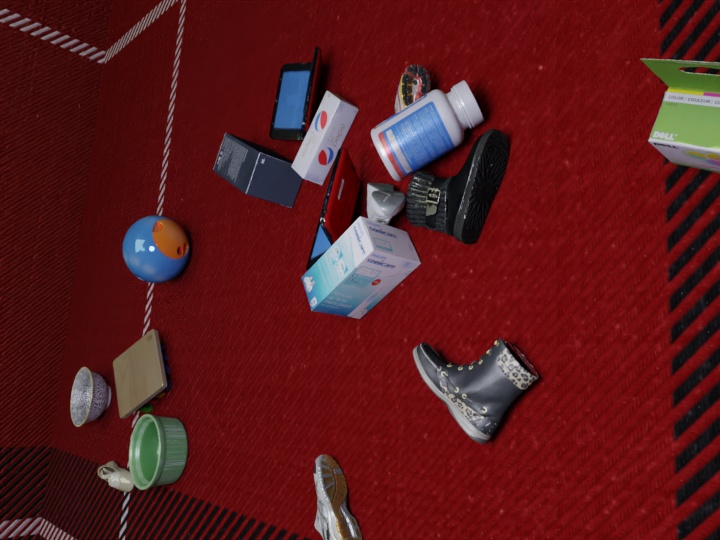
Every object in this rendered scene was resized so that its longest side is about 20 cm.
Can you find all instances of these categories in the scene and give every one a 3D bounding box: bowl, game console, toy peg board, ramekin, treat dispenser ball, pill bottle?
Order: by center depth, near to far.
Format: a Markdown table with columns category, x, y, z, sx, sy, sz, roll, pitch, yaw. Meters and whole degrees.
| category | x | y | z | sx | sy | sz | roll | pitch | yaw |
| --- | --- | --- | --- | --- | --- | --- | --- | --- | --- |
| pill bottle | 0.126 | -0.264 | 1.133 | 0.197 | 0.112 | 0.114 | -29 | 59 | 14 |
| game console | -0.075 | -0.127 | 1.292 | 0.115 | 0.174 | 0.204 | -1 | 56 | 21 |
| game console | -0.165 | -0.435 | 1.501 | 0.172 | 0.115 | 0.206 | 126 | 153 | -87 |
| ramekin | -0.578 | 0.518 | 1.740 | 0.197 | 0.096 | 0.206 | -14 | 71 | 44 |
| treat dispenser ball | -0.621 | -0.065 | 1.848 | 0.198 | 0.198 | 0.207 | -13 | 71 | 44 |
| toy peg board | -0.663 | 0.330 | 1.898 | 0.197 | 0.097 | 0.203 | -35 | 56 | 17 |
| bowl | -0.950 | 0.450 | 2.157 | 0.198 | 0.093 | 0.207 | -14 | 70 | 44 |

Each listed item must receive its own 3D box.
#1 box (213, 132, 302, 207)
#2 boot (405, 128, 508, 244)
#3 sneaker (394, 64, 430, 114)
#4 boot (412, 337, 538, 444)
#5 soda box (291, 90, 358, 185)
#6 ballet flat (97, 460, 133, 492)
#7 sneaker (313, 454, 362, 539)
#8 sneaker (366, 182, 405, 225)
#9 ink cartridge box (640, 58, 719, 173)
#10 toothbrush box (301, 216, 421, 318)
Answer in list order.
| category | x | y | z | sx | sy | sz | roll | pitch | yaw |
| --- | --- | --- | --- | --- | --- | --- | --- | --- | --- |
| box | -0.259 | -0.256 | 1.545 | 0.199 | 0.146 | 0.110 | 34 | 105 | 46 |
| boot | 0.169 | -0.167 | 1.115 | 0.157 | 0.078 | 0.216 | 30 | 103 | 46 |
| sneaker | 0.105 | -0.306 | 1.234 | 0.082 | 0.075 | 0.206 | -135 | 52 | -81 |
| boot | 0.191 | 0.163 | 1.023 | 0.155 | 0.073 | 0.205 | -53 | 54 | 21 |
| soda box | -0.086 | -0.312 | 1.435 | 0.068 | 0.063 | 0.203 | 44 | 112 | 42 |
| ballet flat | -0.797 | 0.671 | 1.962 | 0.197 | 0.068 | 0.072 | 1 | 81 | 47 |
| sneaker | -0.067 | 0.479 | 1.220 | 0.087 | 0.074 | 0.204 | -40 | 53 | 32 |
| sneaker | 0.048 | -0.123 | 1.208 | 0.201 | 0.068 | 0.083 | -102 | 17 | -74 |
| ink cartridge box | 0.434 | -0.184 | 0.748 | 0.146 | 0.197 | 0.078 | 27 | 100 | 46 |
| toothbrush box | 0.000 | 0.000 | 1.210 | 0.200 | 0.144 | 0.087 | -44 | 53 | 29 |
